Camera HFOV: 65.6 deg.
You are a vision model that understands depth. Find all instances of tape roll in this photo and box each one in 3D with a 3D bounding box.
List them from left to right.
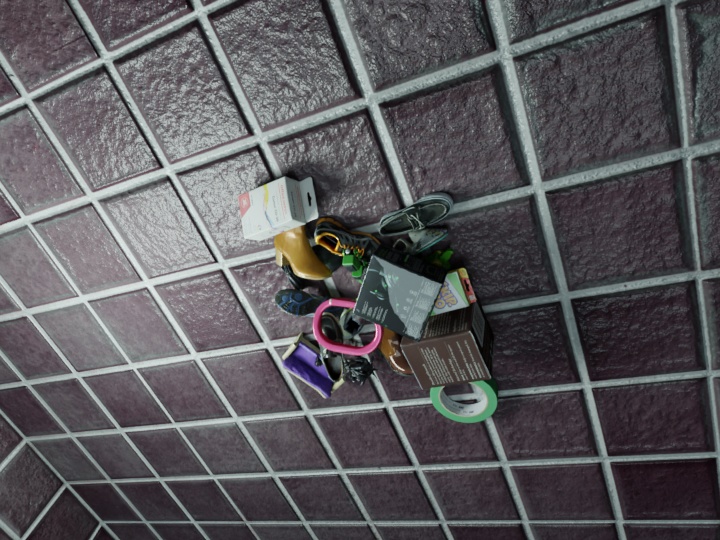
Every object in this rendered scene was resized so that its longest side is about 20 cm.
[{"bbox_3d":[0.308,0.367,1.666,0.197,0.048,0.203,8,125,11],"label":"tape roll"}]

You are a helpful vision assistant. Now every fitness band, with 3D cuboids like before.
[{"bbox_3d":[-0.034,0.149,1.489,0.197,0.037,0.146,8,97,17],"label":"fitness band"}]

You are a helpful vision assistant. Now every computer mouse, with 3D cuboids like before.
[{"bbox_3d":[-0.138,-0.010,1.545,0.198,0.053,0.139,-19,115,28],"label":"computer mouse"}]

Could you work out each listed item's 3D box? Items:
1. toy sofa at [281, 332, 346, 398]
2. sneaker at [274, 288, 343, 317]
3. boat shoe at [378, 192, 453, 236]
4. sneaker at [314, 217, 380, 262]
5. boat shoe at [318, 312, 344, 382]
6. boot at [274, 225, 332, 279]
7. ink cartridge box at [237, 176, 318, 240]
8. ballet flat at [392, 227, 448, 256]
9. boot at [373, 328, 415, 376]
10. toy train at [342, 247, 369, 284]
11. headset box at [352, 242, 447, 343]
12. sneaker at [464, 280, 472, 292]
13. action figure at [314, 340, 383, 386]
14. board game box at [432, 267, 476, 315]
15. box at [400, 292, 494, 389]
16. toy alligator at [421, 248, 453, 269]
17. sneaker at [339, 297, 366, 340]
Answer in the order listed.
[{"bbox_3d":[-0.141,0.296,1.730,0.199,0.098,0.083,37,127,-8],"label":"toy sofa"},{"bbox_3d":[-0.148,0.102,1.592,0.197,0.077,0.077,13,168,-5],"label":"sneaker"},{"bbox_3d":[0.135,-0.125,1.367,0.198,0.071,0.073,-21,115,28],"label":"boat shoe"},{"bbox_3d":[-0.033,-0.064,1.460,0.197,0.078,0.079,22,125,0],"label":"sneaker"},{"bbox_3d":[-0.080,0.215,1.563,0.071,0.068,0.203,-7,110,3],"label":"boat shoe"},{"bbox_3d":[-0.153,-0.066,1.461,0.199,0.070,0.146,19,115,33],"label":"boot"},{"bbox_3d":[-0.210,-0.162,1.421,0.198,0.067,0.118,-17,78,27],"label":"ink cartridge box"},{"bbox_3d":[0.132,-0.064,1.416,0.072,0.072,0.200,42,124,-14],"label":"ballet flat"},{"bbox_3d":[0.105,0.179,1.559,0.188,0.068,0.202,38,140,44],"label":"boot"},{"bbox_3d":[0.000,0.000,1.449,0.041,0.057,0.200,-4,157,19],"label":"toy train"},{"bbox_3d":[0.091,0.051,1.386,0.198,0.093,0.176,22,116,8],"label":"headset box"},{"bbox_3d":[0.198,0.058,1.468,0.198,0.074,0.080,-16,123,27],"label":"sneaker"},{"bbox_3d":[-0.032,0.271,1.673,0.197,0.102,0.120,19,115,-10],"label":"action figure"},{"bbox_3d":[0.189,0.064,1.429,0.198,0.030,0.097,-18,101,24],"label":"board game box"},{"bbox_3d":[0.237,0.190,1.492,0.198,0.167,0.166,-15,119,26],"label":"box"},{"bbox_3d":[0.166,0.001,1.451,0.198,0.060,0.054,-26,113,31],"label":"toy alligator"},{"bbox_3d":[-0.026,0.151,1.587,0.073,0.081,0.201,32,144,2],"label":"sneaker"}]
